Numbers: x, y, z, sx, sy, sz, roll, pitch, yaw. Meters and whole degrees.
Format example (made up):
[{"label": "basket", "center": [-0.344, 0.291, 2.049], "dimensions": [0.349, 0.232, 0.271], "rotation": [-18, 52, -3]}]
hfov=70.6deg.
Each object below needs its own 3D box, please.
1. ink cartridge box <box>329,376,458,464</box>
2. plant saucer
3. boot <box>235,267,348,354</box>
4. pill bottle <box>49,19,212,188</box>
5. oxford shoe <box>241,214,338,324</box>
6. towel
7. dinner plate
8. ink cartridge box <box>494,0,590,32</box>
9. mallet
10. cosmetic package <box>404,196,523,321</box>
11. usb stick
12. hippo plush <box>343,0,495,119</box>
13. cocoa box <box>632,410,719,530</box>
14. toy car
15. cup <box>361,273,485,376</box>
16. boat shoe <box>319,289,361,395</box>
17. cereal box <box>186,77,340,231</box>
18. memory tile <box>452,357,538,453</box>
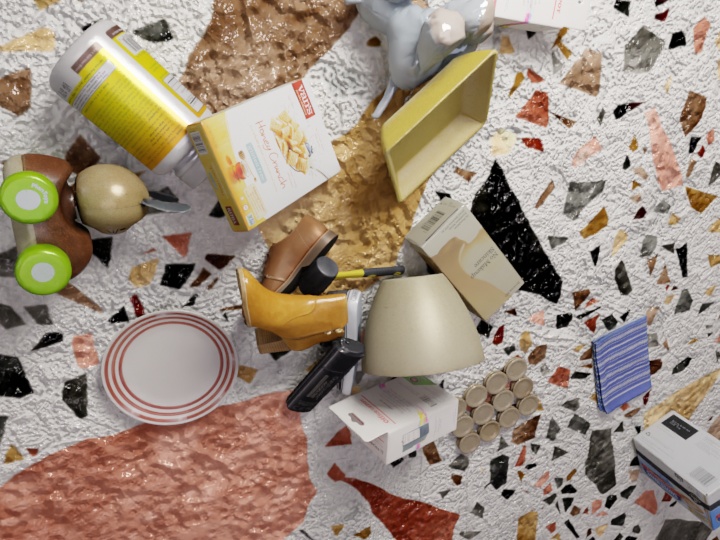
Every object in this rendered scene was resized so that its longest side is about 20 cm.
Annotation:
[{"label": "ink cartridge box", "center": [0.056, 0.253, 0.872], "dimensions": [0.200, 0.117, 0.067], "rotation": [-12, 115, -33]}, {"label": "plant saucer", "center": [0.104, -0.211, 0.746], "dimensions": [0.200, 0.200, 0.048], "rotation": [-44, 75, -1]}, {"label": "boot", "center": [-0.091, 0.049, 0.726], "dimensions": [0.144, 0.071, 0.201], "rotation": [-14, 143, -7]}, {"label": "pill bottle", "center": [-0.265, -0.197, 0.637], "dimensions": [0.109, 0.109, 0.200], "rotation": [-47, 116, 1]}, {"label": "oxford shoe", "center": [-0.124, -0.001, 0.790], "dimensions": [0.071, 0.071, 0.200], "rotation": [42, 95, 4]}, {"label": "towel", "center": [0.580, 0.211, 1.120], "dimensions": [0.145, 0.024, 0.200], "rotation": [-23, 114, -11]}, {"label": "dinner plate", "center": [-0.294, 0.151, 0.795], "dimensions": [0.200, 0.024, 0.201], "rotation": [-6, 109, -17]}, {"label": "ink cartridge box", "center": [0.246, -0.427, 0.759], "dimensions": [0.200, 0.068, 0.117], "rotation": [1, 108, -18]}, {"label": "mallet", "center": [0.000, 0.000, 0.802], "dimensions": [0.200, 0.041, 0.066], "rotation": [-10, 152, -34]}, {"label": "cosmetic package", "center": [0.181, -0.018, 0.875], "dimensions": [0.105, 0.071, 0.200], "rotation": [-46, 116, 0]}, {"label": "usb stick", "center": [-0.061, 0.175, 0.833], "dimensions": [0.055, 0.033, 0.200], "rotation": [16, 131, -28]}, {"label": "hippo plush", "center": [0.076, -0.351, 0.703], "dimensions": [0.159, 0.200, 0.161], "rotation": [-36, 93, -35]}, {"label": "cocoa box", "center": [0.762, 0.452, 1.168], "dimensions": [0.133, 0.200, 0.131], "rotation": [-30, 116, -8]}, {"label": "toy car", "center": [-0.325, -0.070, 0.644], "dimensions": [0.200, 0.164, 0.158], "rotation": [-10, 112, -29]}, {"label": "cup", "center": [0.092, 0.081, 0.830], "dimensions": [0.200, 0.200, 0.144], "rotation": [-7, 89, -17]}, {"label": "boat shoe", "center": [-0.036, 0.121, 0.855], "dimensions": [0.066, 0.070, 0.200], "rotation": [7, 120, 8]}, {"label": "cereal box", "center": [-0.119, -0.160, 0.684], "dimensions": [0.200, 0.039, 0.144], "rotation": [-43, 123, -40]}, {"label": "memory tile", "center": [0.268, 0.276, 1.038], "dimensions": [0.200, 0.017, 0.153], "rotation": [-30, 115, -8]}]
